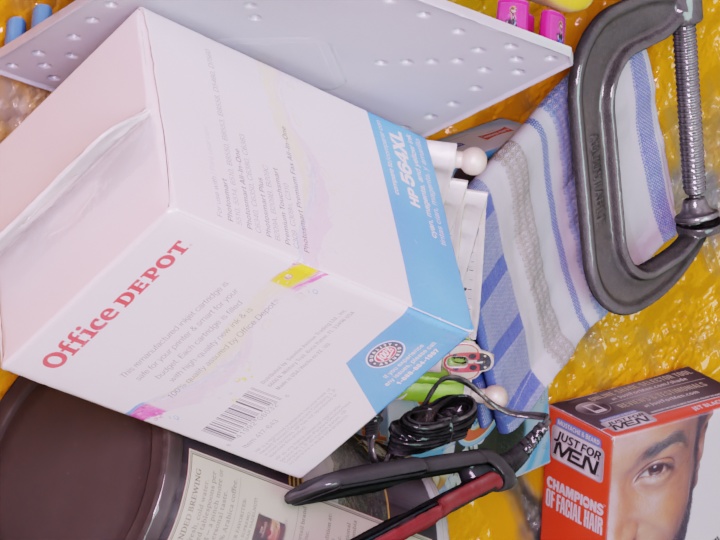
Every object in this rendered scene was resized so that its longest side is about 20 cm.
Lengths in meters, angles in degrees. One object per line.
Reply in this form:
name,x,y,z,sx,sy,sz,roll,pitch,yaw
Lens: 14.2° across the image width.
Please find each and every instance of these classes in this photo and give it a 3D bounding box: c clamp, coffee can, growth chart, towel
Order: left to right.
coffee can,-0.074,0.129,1.434,0.200,0.146,0.147,25,91,-42
growth chart,0.000,0.000,1.453,0.144,0.018,0.200,-1,136,4
towel,0.110,-0.024,1.560,0.200,0.024,0.147,-47,136,-38
c clamp,0.168,-0.081,1.579,0.171,0.027,0.201,-22,115,-48

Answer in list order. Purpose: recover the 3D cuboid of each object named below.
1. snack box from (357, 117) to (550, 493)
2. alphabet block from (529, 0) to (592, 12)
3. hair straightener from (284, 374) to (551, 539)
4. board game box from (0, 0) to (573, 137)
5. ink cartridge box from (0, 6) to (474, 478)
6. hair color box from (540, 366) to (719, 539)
snack box,0.047,0.029,1.562,0.116,0.037,0.201,-21,119,-33
alphabet block,0.031,-0.260,1.330,0.196,0.200,0.196,32,87,-42
hair straightener,0.031,0.087,1.426,0.200,0.041,0.077,-19,87,-50
board game box,-0.038,-0.105,1.333,0.199,0.200,0.026,18,65,-32
ink cartridge box,-0.072,-0.015,1.311,0.200,0.126,0.128,24,129,-35
hair color box,0.164,0.168,1.695,0.111,0.064,0.201,-13,114,-34
